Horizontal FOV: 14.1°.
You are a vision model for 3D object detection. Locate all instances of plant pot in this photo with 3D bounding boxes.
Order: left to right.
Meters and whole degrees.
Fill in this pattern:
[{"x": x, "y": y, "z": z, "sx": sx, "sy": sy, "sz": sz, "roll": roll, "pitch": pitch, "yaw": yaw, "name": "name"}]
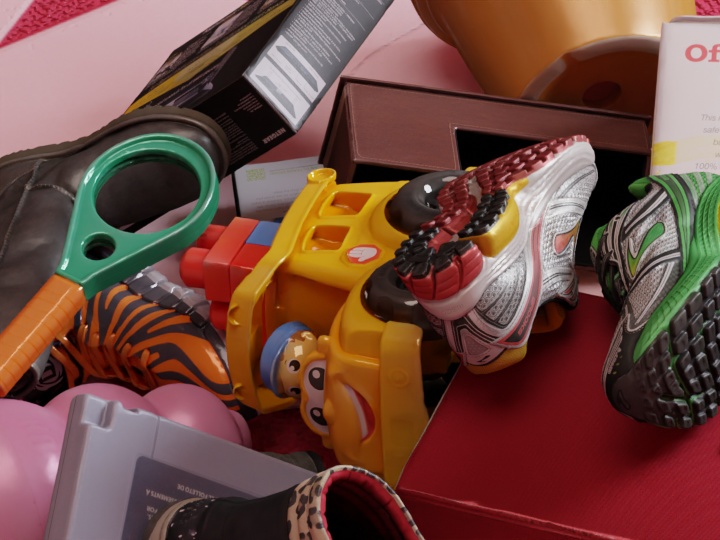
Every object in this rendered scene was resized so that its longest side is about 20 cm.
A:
[{"x": 0.136, "y": -0.174, "z": 1.870, "sx": 0.199, "sy": 0.200, "sz": 0.184, "roll": -11, "pitch": 53, "yaw": -6, "name": "plant pot"}]

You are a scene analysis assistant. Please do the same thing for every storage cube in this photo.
[{"x": 0.133, "y": 0.136, "z": 1.529, "sx": 0.179, "sy": 0.171, "sz": 0.200, "roll": 13, "pitch": 44, "yaw": 20, "name": "storage cube"}]

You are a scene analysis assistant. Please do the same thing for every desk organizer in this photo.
[{"x": 0.080, "y": -0.057, "z": 1.783, "sx": 0.199, "sy": 0.072, "sz": 0.077, "roll": 7, "pitch": 42, "yaw": -12, "name": "desk organizer"}]

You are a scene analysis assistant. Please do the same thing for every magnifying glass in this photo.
[{"x": -0.153, "y": -0.005, "z": 1.646, "sx": 0.079, "sy": 0.022, "sz": 0.200, "roll": 24, "pitch": 58, "yaw": 23, "name": "magnifying glass"}]

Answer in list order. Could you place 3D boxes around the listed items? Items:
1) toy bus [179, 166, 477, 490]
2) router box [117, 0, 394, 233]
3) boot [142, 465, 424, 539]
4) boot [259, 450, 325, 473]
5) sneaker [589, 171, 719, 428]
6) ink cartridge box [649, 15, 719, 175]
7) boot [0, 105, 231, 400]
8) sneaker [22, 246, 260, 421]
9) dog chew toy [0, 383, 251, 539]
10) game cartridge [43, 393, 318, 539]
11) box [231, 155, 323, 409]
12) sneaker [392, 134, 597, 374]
[{"x": -0.014, "y": 0.027, "z": 1.631, "sx": 0.191, "sy": 0.136, "sz": 0.200, "roll": 7, "pitch": 33, "yaw": 13, "name": "toy bus"}, {"x": -0.082, "y": -0.114, "z": 1.835, "sx": 0.200, "sy": 0.052, "sz": 0.157, "roll": -28, "pitch": 21, "yaw": 46, "name": "router box"}, {"x": -0.015, "y": 0.194, "z": 1.432, "sx": 0.073, "sy": 0.204, "sz": 0.154, "roll": -31, "pitch": 5, "yaw": -40, "name": "boot"}, {"x": -0.080, "y": 0.184, "z": 1.563, "sx": 0.130, "sy": 0.068, "sz": 0.201, "roll": 17, "pitch": 76, "yaw": -29, "name": "boot"}, {"x": 0.155, "y": 0.015, "z": 1.492, "sx": 0.085, "sy": 0.078, "sz": 0.200, "roll": 2, "pitch": 30, "yaw": 19, "name": "sneaker"}, {"x": 0.246, "y": -0.043, "z": 1.723, "sx": 0.145, "sy": 0.083, "sz": 0.201, "roll": 3, "pitch": 70, "yaw": 11, "name": "ink cartridge box"}, {"x": -0.175, "y": -0.007, "z": 1.702, "sx": 0.181, "sy": 0.073, "sz": 0.200, "roll": -18, "pitch": 26, "yaw": 22, "name": "boot"}, {"x": -0.146, "y": 0.056, "z": 1.734, "sx": 0.112, "sy": 0.078, "sz": 0.200, "roll": -33, "pitch": 38, "yaw": -21, "name": "sneaker"}, {"x": -0.154, "y": 0.119, "z": 1.624, "sx": 0.199, "sy": 0.125, "sz": 0.125, "roll": -17, "pitch": 42, "yaw": -23, "name": "dog chew toy"}, {"x": -0.079, "y": 0.156, "z": 1.515, "sx": 0.041, "sy": 0.200, "sz": 0.134, "roll": -9, "pitch": 63, "yaw": 52, "name": "game cartridge"}, {"x": 0.000, "y": 0.000, "z": 1.799, "sx": 0.144, "sy": 0.036, "sz": 0.200, "roll": -7, "pitch": 41, "yaw": -2, "name": "box"}, {"x": 0.079, "y": -0.010, "z": 1.530, "sx": 0.078, "sy": 0.082, "sz": 0.200, "roll": -18, "pitch": 17, "yaw": 31, "name": "sneaker"}]
